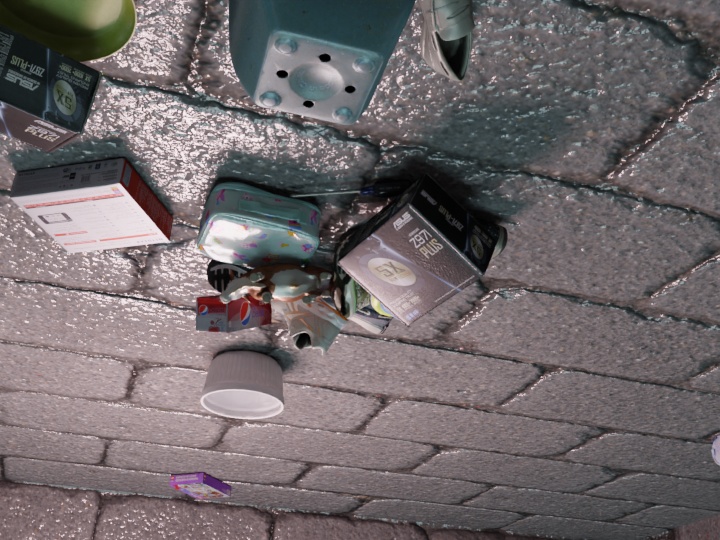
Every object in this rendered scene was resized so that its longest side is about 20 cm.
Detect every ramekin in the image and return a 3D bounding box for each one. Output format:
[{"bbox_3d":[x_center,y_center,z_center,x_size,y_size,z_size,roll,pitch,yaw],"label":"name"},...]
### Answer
[{"bbox_3d":[-0.276,0.270,1.963,0.197,0.106,0.201,1,151,0],"label":"ramekin"}]

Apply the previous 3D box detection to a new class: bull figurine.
[{"bbox_3d":[-0.137,0.024,1.379,0.197,0.066,0.121,-5,-173,-9],"label":"bull figurine"}]

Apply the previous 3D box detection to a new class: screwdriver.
[{"bbox_3d":[-0.015,-0.123,1.321,0.197,0.028,0.029,-8,121,9],"label":"screwdriver"}]

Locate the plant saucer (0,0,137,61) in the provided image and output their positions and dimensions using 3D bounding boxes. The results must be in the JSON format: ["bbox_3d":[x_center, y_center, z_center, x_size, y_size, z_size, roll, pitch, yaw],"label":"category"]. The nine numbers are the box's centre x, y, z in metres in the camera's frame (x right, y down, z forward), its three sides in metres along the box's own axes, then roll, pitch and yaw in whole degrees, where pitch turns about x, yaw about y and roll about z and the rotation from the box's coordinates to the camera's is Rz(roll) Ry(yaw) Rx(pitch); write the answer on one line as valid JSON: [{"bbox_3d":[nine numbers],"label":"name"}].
[{"bbox_3d":[-0.363,-0.328,0.976,0.197,0.031,0.201,1,151,0],"label":"plant saucer"}]

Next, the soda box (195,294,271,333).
[{"bbox_3d":[-0.235,0.077,1.566,0.069,0.065,0.200,1,-178,17],"label":"soda box"}]

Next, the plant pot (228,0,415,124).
[{"bbox_3d":[-0.041,-0.275,0.880,0.193,0.203,0.197,9,151,-14],"label":"plant pot"}]

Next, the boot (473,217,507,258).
[{"bbox_3d":[0.132,-0.045,1.416,0.153,0.074,0.203,26,138,-32],"label":"boot"}]

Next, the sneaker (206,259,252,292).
[{"bbox_3d":[-0.191,0.011,1.532,0.197,0.075,0.080,5,-178,17],"label":"sneaker"}]

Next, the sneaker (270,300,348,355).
[{"bbox_3d":[-0.114,0.095,1.528,0.199,0.093,0.076,17,163,49],"label":"sneaker"}]

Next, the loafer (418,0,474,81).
[{"bbox_3d":[0.104,-0.299,0.947,0.070,0.070,0.201,-35,155,-9],"label":"loafer"}]

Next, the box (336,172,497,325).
[{"bbox_3d":[0.088,-0.028,1.311,0.164,0.087,0.199,42,135,-12],"label":"box"}]

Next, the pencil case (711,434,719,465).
[{"bbox_3d":[1.107,0.518,2.351,0.197,0.084,0.091,3,138,-4],"label":"pencil case"}]

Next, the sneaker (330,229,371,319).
[{"bbox_3d":[0.000,0.000,1.501,0.088,0.077,0.202,-16,141,-26],"label":"sneaker"}]

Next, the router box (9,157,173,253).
[{"bbox_3d":[-0.439,-0.102,1.364,0.197,0.050,0.180,-5,150,12],"label":"router box"}]

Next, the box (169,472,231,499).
[{"bbox_3d":[-0.566,0.765,2.932,0.135,0.040,0.200,-10,149,19],"label":"box"}]

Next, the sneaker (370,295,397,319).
[{"bbox_3d":[0.075,0.014,1.458,0.104,0.076,0.202,33,146,25],"label":"sneaker"}]

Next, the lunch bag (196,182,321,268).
[{"bbox_3d":[-0.164,-0.070,1.378,0.197,0.078,0.161,12,148,-18],"label":"lunch bag"}]

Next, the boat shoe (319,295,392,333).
[{"bbox_3d":[-0.010,0.044,1.598,0.198,0.075,0.093,25,121,-27],"label":"boat shoe"}]

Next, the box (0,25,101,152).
[{"bbox_3d":[-0.448,-0.233,1.025,0.198,0.087,0.163,22,167,-32],"label":"box"}]
